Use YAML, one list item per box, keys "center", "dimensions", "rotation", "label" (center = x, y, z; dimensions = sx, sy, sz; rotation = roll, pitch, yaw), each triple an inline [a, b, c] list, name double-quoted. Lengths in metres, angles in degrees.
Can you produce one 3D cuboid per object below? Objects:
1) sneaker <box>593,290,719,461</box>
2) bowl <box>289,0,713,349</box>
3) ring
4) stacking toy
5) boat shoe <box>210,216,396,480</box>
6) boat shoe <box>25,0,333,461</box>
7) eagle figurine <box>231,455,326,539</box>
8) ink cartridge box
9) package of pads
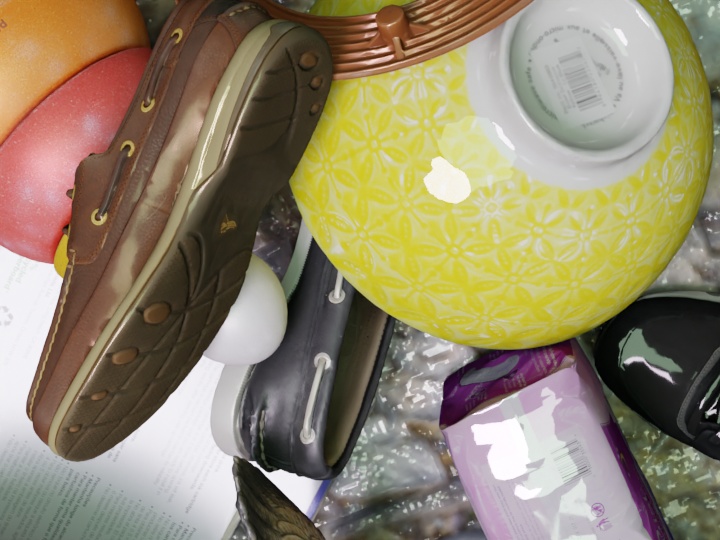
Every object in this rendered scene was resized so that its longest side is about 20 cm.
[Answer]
- center: [0.203, 0.071, 1.029]
  dimensions: [0.200, 0.088, 0.076]
  rotation: [26, 99, 0]
  label: "sneaker"
- center: [0.075, -0.071, 0.964]
  dimensions: [0.200, 0.108, 0.200]
  rotation: [4, 77, -19]
  label: "bowl"
- center: [0.010, -0.159, 0.968]
  dimensions: [0.200, 0.201, 0.019]
  rotation: [-20, 136, 6]
  label: "ring"
- center: [-0.109, -0.032, 0.982]
  dimensions: [0.146, 0.146, 0.200]
  rotation: [-44, 77, 8]
  label: "stacking toy"
- center: [0.000, 0.000, 1.012]
  dimensions: [0.060, 0.074, 0.200]
  rotation: [17, 71, 29]
  label: "boat shoe"
- center: [-0.084, -0.019, 0.911]
  dimensions: [0.068, 0.072, 0.200]
  rotation: [30, 96, 26]
  label: "boat shoe"
- center: [0.003, 0.179, 0.986]
  dimensions: [0.152, 0.151, 0.200]
  rotation: [1, 129, -18]
  label: "eagle figurine"
- center: [-0.122, 0.094, 1.074]
  dimensions: [0.200, 0.041, 0.200]
  rotation: [28, 98, -1]
  label: "ink cartridge box"
- center: [0.105, 0.131, 1.027]
  dimensions: [0.076, 0.121, 0.200]
  rotation: [-24, 97, 6]
  label: "package of pads"
